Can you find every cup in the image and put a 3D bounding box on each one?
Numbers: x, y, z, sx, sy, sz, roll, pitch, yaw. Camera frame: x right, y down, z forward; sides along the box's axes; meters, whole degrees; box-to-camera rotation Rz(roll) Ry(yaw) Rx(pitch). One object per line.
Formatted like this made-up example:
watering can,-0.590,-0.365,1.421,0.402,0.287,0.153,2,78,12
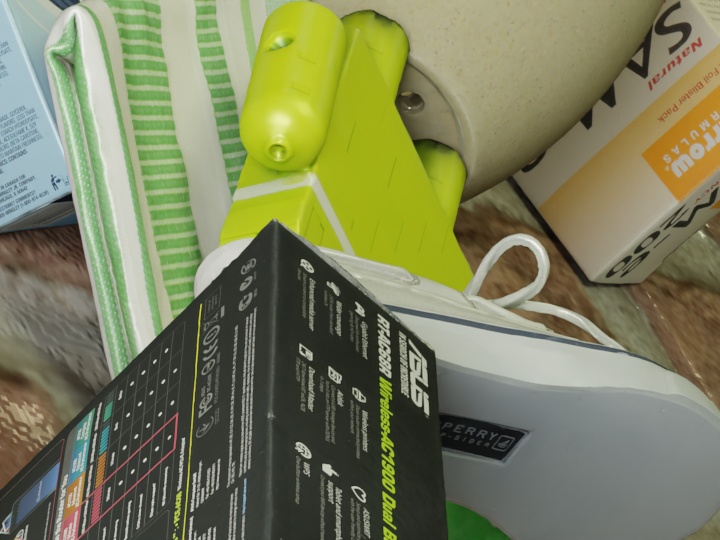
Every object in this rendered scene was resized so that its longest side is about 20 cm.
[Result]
cup,0.016,-0.104,1.192,0.200,0.200,0.144,41,44,-18

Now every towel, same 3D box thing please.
towel,-0.046,-0.028,1.027,0.200,0.023,0.154,-24,102,-67

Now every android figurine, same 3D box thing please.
android figurine,0.000,0.000,1.048,0.201,0.041,0.183,-75,147,-52

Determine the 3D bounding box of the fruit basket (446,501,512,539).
fruit basket,0.063,0.161,0.952,0.185,0.093,0.201,25,46,-45

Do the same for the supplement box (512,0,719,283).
supplement box,0.111,-0.109,1.439,0.200,0.126,0.073,53,21,17

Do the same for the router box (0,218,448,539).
router box,-0.049,0.099,0.713,0.062,0.150,0.200,39,23,-20

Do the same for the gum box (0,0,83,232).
gum box,-0.112,-0.116,1.053,0.170,0.044,0.201,-11,78,-66

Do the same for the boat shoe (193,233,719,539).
boat shoe,0.028,0.029,0.887,0.201,0.075,0.086,14,33,-40
